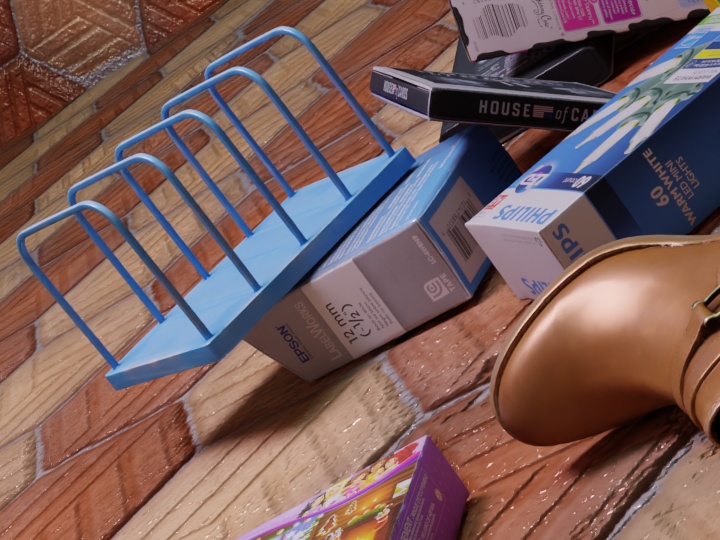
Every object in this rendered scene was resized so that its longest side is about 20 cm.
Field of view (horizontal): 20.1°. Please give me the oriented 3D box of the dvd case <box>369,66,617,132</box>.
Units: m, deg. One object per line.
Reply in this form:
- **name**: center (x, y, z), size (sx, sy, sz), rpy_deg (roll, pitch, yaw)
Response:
- **dvd case**: center (0.096, -0.110, 1.313), size (0.150, 0.025, 0.200), rpy_deg (4, 9, -11)

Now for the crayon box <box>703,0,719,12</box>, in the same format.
- **crayon box**: center (0.250, -0.203, 1.216), size (0.051, 0.127, 0.200), rpy_deg (-43, 14, -25)

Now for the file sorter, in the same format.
- **file sorter**: center (-0.094, -0.042, 1.274), size (0.200, 0.123, 0.139), rpy_deg (-45, 16, -32)

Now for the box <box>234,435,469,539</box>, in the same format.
- **box**: center (-0.050, 0.163, 0.922), size (0.200, 0.039, 0.137), rpy_deg (-31, 14, 23)

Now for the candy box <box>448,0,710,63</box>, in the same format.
- **candy box**: center (0.175, -0.222, 1.458), size (0.199, 0.061, 0.137), rpy_deg (-10, 30, 24)

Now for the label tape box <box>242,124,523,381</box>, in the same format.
- **label tape box**: center (0.000, 0.000, 1.293), size (0.200, 0.066, 0.143), rpy_deg (-31, 14, 33)

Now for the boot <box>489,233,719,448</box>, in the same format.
- **boot**: center (0.136, 0.037, 0.822), size (0.200, 0.074, 0.155), rpy_deg (-35, 18, 17)

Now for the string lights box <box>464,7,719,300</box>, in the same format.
- **string lights box**: center (0.163, -0.063, 1.104), size (0.200, 0.059, 0.103), rpy_deg (-40, 15, -13)

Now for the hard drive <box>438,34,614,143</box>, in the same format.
- **hard drive**: center (0.130, -0.172, 1.541), size (0.139, 0.033, 0.200), rpy_deg (-30, 24, 25)
